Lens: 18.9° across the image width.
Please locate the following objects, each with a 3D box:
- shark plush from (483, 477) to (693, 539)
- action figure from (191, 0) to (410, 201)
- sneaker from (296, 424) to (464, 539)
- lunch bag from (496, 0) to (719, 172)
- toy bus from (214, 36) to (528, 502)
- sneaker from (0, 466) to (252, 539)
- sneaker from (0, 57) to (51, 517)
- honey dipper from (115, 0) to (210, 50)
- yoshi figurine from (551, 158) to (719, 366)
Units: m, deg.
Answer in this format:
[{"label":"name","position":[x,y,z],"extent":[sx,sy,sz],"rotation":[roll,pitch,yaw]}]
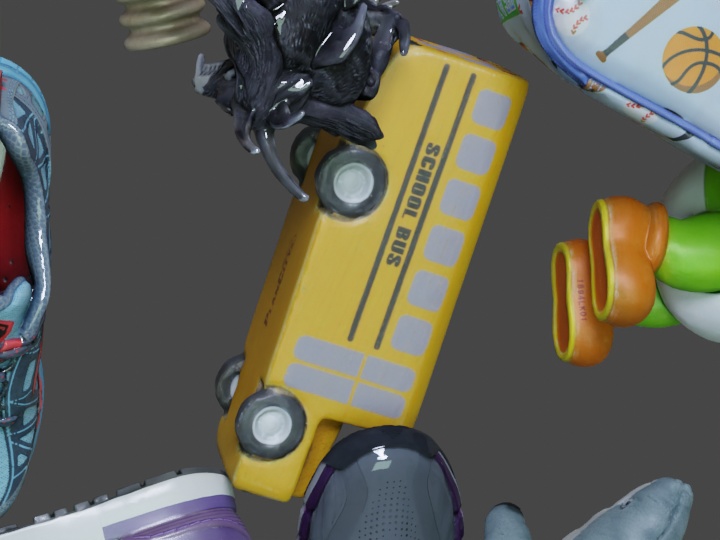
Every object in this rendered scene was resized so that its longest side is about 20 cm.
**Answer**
[{"label":"shark plush","position":[0.075,0.166,0.931],"extent":[0.200,0.083,0.091],"rotation":[-42,103,-41]},{"label":"action figure","position":[-0.029,-0.122,0.854],"extent":[0.119,0.102,0.201],"rotation":[38,60,-41]},{"label":"sneaker","position":[0.014,0.162,0.922],"extent":[0.074,0.088,0.201],"rotation":[-6,127,-13]},{"label":"lunch bag","position":[0.160,-0.122,0.863],"extent":[0.199,0.076,0.161],"rotation":[28,94,-17]},{"label":"toy bus","position":[0.000,0.000,0.926],"extent":[0.078,0.065,0.201],"rotation":[16,99,-16]},{"label":"sneaker","position":[-0.136,0.155,0.911],"extent":[0.199,0.076,0.088],"rotation":[-19,70,-6]},{"label":"sneaker","position":[-0.164,0.017,0.880],"extent":[0.079,0.096,0.202],"rotation":[0,103,-12]},{"label":"honey dipper","position":[-0.101,-0.191,0.878],"extent":[0.038,0.038,0.202],"rotation":[-14,103,-8]},{"label":"yoshi figurine","position":[0.190,0.022,0.954],"extent":[0.198,0.113,0.113],"rotation":[0,119,-14]}]
